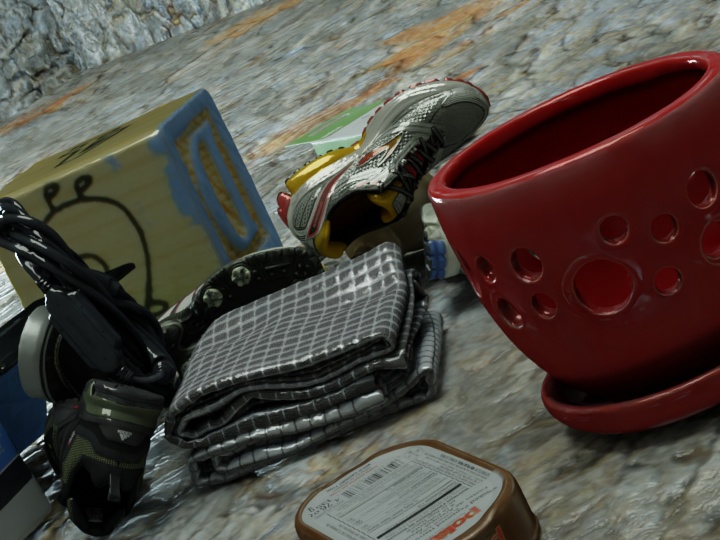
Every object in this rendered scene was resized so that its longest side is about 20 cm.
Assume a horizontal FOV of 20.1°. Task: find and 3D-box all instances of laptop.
[{"bbox_3d":[-0.276,0.107,1.676,0.199,0.116,0.187,-20,15,37],"label":"laptop"}]

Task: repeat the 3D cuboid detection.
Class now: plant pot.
[{"bbox_3d":[0.165,-0.014,1.244,0.200,0.183,0.201,-24,15,7],"label":"plant pot"}]

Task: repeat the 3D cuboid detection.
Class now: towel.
[{"bbox_3d":[-0.040,0.067,1.509,0.199,0.086,0.166,-22,16,13],"label":"towel"}]

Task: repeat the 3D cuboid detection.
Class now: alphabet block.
[{"bbox_3d":[-0.211,-0.035,1.925,0.199,0.196,0.196,-23,10,15],"label":"alphabet block"}]

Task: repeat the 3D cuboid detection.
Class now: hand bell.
[{"bbox_3d":[0.000,0.000,1.724,0.104,0.104,0.200,-17,29,31],"label":"hand bell"}]

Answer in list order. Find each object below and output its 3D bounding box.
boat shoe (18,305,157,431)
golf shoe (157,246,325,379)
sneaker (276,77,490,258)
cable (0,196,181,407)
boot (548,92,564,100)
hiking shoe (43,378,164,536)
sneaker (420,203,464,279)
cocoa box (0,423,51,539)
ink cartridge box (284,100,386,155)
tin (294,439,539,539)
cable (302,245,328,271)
[{"bbox_3d":[-0.208,0.083,1.588,0.063,0.200,0.071,9,71,16],"label":"boat shoe"},{"bbox_3d":[-0.116,0.030,1.720,0.199,0.077,0.088,-32,20,18],"label":"golf shoe"},{"bbox_3d":[0.029,-0.080,1.693,0.200,0.078,0.082,-39,46,3],"label":"sneaker"},{"bbox_3d":[-0.203,0.018,1.538,0.051,0.200,0.163,-45,-9,5],"label":"cable"},{"bbox_3d":[0.160,-0.106,1.747,0.075,0.097,0.200,-34,17,-30],"label":"boot"},{"bbox_3d":[-0.203,0.148,1.509,0.200,0.075,0.101,132,153,-66],"label":"hiking shoe"},{"bbox_3d":[0.101,-0.033,1.669,0.085,0.078,0.200,-3,14,9],"label":"sneaker"},{"bbox_3d":[-0.369,0.181,1.563,0.199,0.132,0.133,-15,21,35],"label":"cocoa box"},{"bbox_3d":[0.020,-0.140,2.180,0.104,0.060,0.200,-35,17,-32],"label":"ink cartridge box"},{"bbox_3d":[0.028,0.150,1.202,0.112,0.042,0.200,-35,16,-16],"label":"tin"},{"bbox_3d":[-0.062,0.017,1.834,0.097,0.050,0.200,-40,0,9],"label":"cable"}]
